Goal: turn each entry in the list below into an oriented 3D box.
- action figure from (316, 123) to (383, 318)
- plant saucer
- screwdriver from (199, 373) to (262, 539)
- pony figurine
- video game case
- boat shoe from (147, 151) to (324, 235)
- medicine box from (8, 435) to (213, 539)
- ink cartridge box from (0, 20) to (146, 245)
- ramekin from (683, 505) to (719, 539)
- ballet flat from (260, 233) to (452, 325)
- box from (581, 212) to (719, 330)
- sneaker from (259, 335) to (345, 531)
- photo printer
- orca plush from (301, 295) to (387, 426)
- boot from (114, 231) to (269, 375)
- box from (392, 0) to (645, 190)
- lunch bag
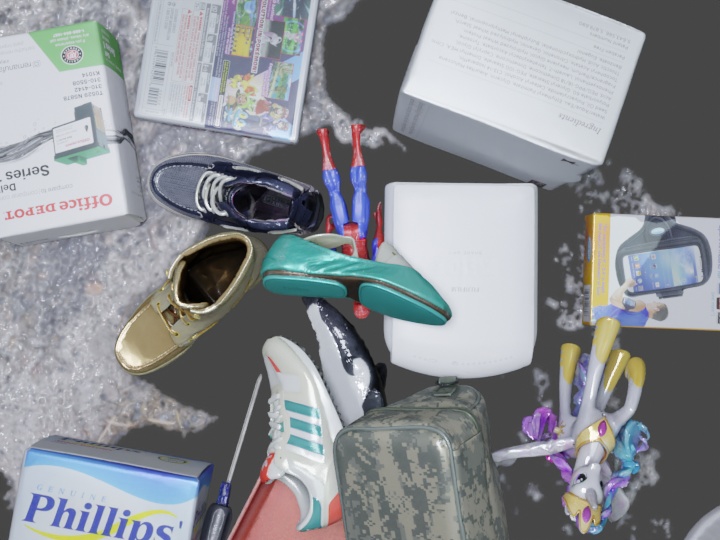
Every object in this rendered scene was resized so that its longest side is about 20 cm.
[{"bbox_3d":[-0.008,-0.050,1.023,0.064,0.052,0.204,-5,94,4],"label":"action figure"},{"bbox_3d":[-0.045,0.312,1.019,0.197,0.037,0.203,28,88,0],"label":"plant saucer"},{"bbox_3d":[-0.138,0.207,1.018,0.029,0.028,0.204,5,74,24],"label":"screwdriver"},{"bbox_3d":[0.216,0.169,0.967,0.164,0.193,0.203,20,69,-3],"label":"pony figurine"},{"bbox_3d":[-0.141,-0.250,1.038,0.178,0.023,0.204,9,88,0],"label":"video game case"},{"bbox_3d":[-0.140,-0.082,0.984,0.196,0.093,0.076,9,92,12],"label":"boat shoe"},{"bbox_3d":[-0.259,0.287,0.983,0.178,0.103,0.204,10,89,-1],"label":"medicine box"},{"bbox_3d":[-0.315,-0.139,1.001,0.143,0.084,0.204,-11,88,-1],"label":"ink cartridge box"},{"bbox_3d":[0.432,0.345,0.996,0.198,0.094,0.207,0,88,-1],"label":"ramekin"},{"bbox_3d":[0.000,0.000,0.956,0.196,0.068,0.072,12,66,4],"label":"ballet flat"},{"bbox_3d":[0.340,0.003,1.031,0.196,0.041,0.122,2,89,1],"label":"box"},{"bbox_3d":[-0.068,0.166,0.972,0.092,0.070,0.202,-23,80,-22],"label":"sneaker"},{"bbox_3d":[0.105,0.011,1.011,0.163,0.069,0.205,1,89,-1],"label":"photo printer"},{"bbox_3d":[-0.008,0.111,1.026,0.070,0.105,0.203,-16,75,-45],"label":"orca plush"},{"bbox_3d":[-0.178,0.034,0.963,0.199,0.155,0.073,-37,89,-1],"label":"boot"},{"bbox_3d":[0.145,-0.182,0.952,0.197,0.199,0.133,20,88,0],"label":"box"},{"bbox_3d":[0.073,0.219,0.922,0.137,0.167,0.204,-6,96,32],"label":"lunch bag"}]
